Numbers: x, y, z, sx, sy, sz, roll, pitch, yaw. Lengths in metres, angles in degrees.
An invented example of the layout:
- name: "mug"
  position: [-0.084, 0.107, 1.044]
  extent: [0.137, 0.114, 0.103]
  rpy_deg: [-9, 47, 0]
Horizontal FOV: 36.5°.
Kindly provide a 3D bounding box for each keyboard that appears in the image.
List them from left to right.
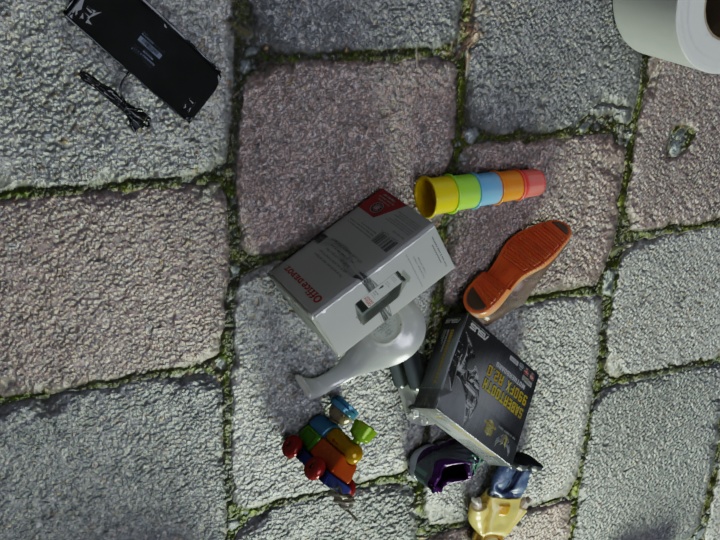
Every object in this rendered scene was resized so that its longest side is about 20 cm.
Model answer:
- name: "keyboard"
  position: [-0.264, -0.243, 1.278]
  extent: [0.200, 0.021, 0.127]
  rpy_deg: [41, 82, -34]

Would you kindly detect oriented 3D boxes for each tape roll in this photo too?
- name: "tape roll"
  position: [0.480, -0.393, 1.553]
  extent: [0.202, 0.139, 0.204]
  rpy_deg: [-12, 117, -25]

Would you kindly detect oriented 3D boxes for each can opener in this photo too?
- name: "can opener"
  position: [0.075, 0.150, 1.625]
  extent: [0.067, 0.052, 0.201]
  rpy_deg: [-55, 136, -42]

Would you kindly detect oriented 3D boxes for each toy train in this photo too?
- name: "toy train"
  position: [-0.016, 0.259, 1.525]
  extent: [0.085, 0.200, 0.116]
  rpy_deg: [40, 84, -35]

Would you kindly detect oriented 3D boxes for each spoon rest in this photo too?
- name: "spoon rest"
  position: [0.002, 0.112, 1.548]
  extent: [0.200, 0.100, 0.061]
  rpy_deg: [-35, 158, 1]

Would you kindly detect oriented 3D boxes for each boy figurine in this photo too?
- name: "boy figurine"
  position: [0.226, 0.396, 1.800]
  extent: [0.124, 0.064, 0.201]
  rpy_deg: [15, 100, -36]

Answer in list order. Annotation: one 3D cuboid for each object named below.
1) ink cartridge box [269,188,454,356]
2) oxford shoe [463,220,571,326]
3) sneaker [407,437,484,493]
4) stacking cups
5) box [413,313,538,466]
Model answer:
- name: "ink cartridge box"
  position: [0.000, 0.000, 1.452]
  extent: [0.200, 0.147, 0.083]
  rpy_deg: [-37, 126, -9]
- name: "oxford shoe"
  position: [0.239, 0.003, 1.645]
  extent: [0.200, 0.071, 0.073]
  rpy_deg: [-40, 144, -3]
- name: "sneaker"
  position: [0.176, 0.293, 1.712]
  extent: [0.199, 0.088, 0.075]
  rpy_deg: [-24, 121, -18]
- name: "stacking cups"
  position: [0.175, -0.119, 1.552]
  extent: [0.199, 0.060, 0.061]
  rpy_deg: [-12, 116, -26]
- name: "box"
  position: [0.179, 0.181, 1.648]
  extent: [0.200, 0.048, 0.159]
  rpy_deg: [40, 60, -34]
